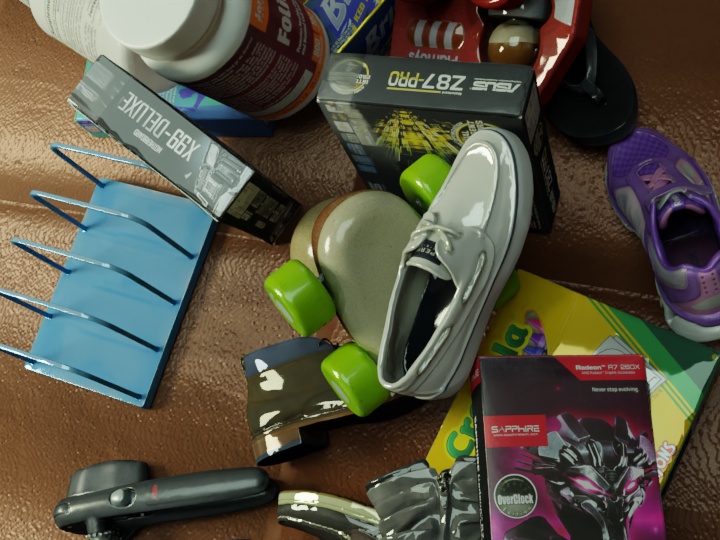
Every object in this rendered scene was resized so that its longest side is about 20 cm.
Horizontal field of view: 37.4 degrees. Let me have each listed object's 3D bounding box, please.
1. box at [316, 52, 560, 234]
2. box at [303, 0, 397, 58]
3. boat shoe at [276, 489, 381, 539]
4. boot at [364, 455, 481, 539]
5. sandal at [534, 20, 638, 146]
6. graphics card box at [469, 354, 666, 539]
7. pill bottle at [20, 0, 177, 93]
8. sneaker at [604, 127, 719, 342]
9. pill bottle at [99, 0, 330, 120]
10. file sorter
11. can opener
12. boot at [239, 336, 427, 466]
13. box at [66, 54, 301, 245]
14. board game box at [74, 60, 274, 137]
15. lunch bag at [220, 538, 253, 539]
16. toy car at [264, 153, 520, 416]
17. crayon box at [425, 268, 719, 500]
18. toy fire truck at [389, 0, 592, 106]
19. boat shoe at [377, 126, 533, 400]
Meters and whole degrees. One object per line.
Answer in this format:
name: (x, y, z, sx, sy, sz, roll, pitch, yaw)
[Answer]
box: (0.070, -0.099, 0.859, 0.160, 0.200, 0.049, 11, 71, 20)
box: (0.024, -0.274, 1.007, 0.070, 0.064, 0.200, 39, 88, 25)
boat shoe: (0.019, 0.224, 0.839, 0.199, 0.073, 0.065, 12, 71, 21)
boot: (0.022, 0.216, 0.780, 0.199, 0.070, 0.132, -14, 73, -9)
sandal: (0.179, -0.192, 0.928, 0.076, 0.043, 0.201, -29, 59, 22)
graphics card box: (0.145, 0.159, 0.748, 0.125, 0.051, 0.201, 1, 71, -4)
pill bottle: (-0.247, -0.259, 1.010, 0.200, 0.114, 0.115, 34, 85, 25)
sneaker: (0.246, -0.046, 0.836, 0.080, 0.089, 0.201, -23, 52, 12)
pill bottle: (-0.118, -0.204, 0.896, 0.114, 0.200, 0.115, -3, 82, 26)
file sorter: (-0.242, 0.002, 0.969, 0.138, 0.123, 0.201, 14, 78, 22)
can opener: (-0.170, 0.194, 0.914, 0.199, 0.063, 0.079, -9, 69, 15)
boot: (-0.013, 0.085, 0.895, 0.199, 0.075, 0.097, -24, 70, 11)
box: (-0.141, -0.096, 0.906, 0.157, 0.200, 0.050, 37, 91, 8)
board game box: (-0.175, -0.210, 1.059, 0.199, 0.045, 0.153, 3, 74, 18)
lunch bag: (-0.151, 0.289, 0.837, 0.199, 0.136, 0.133, -9, 69, 16)
toy car: (0.000, 0.000, 0.878, 0.164, 0.158, 0.200, -38, 20, -12)
crayon box: (0.161, 0.125, 0.834, 0.172, 0.058, 0.201, 23, 81, 23)
toy fire truck: (0.105, -0.203, 0.915, 0.199, 0.112, 0.169, 17, 107, 40)
boat shoe: (0.060, -0.007, 0.749, 0.072, 0.066, 0.201, 27, 101, 39)
